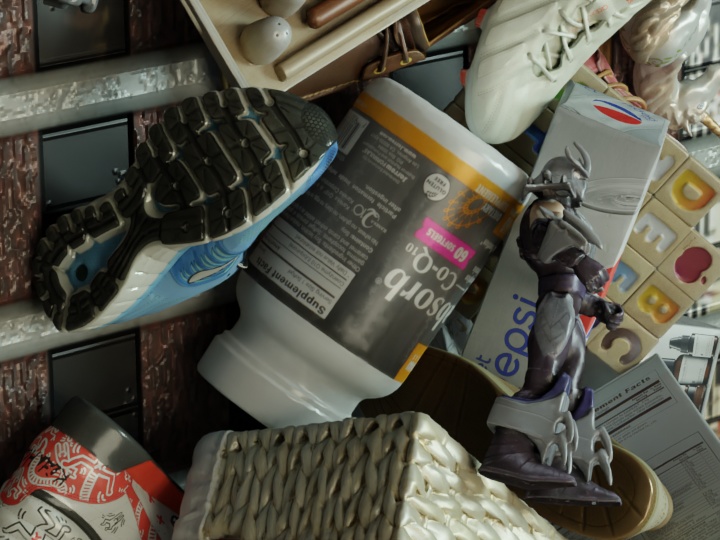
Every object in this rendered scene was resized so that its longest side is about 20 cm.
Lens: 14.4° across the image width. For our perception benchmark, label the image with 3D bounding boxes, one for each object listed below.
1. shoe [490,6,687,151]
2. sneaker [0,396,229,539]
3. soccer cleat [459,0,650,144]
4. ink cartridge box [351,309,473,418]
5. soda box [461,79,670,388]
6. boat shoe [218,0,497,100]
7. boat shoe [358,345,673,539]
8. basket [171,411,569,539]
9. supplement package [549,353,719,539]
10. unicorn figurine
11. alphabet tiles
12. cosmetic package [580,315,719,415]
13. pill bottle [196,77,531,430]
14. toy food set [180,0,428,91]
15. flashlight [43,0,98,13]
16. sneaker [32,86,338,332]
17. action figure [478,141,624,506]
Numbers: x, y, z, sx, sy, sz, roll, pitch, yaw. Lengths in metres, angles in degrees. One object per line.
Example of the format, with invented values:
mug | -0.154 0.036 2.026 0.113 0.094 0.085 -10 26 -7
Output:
shoe | 0.146 -0.102 1.745 0.071 0.091 0.201 -38 124 -26
sneaker | -0.135 0.166 1.606 0.108 0.067 0.201 -50 131 -9
soccer cleat | 0.128 -0.158 1.638 0.201 0.077 0.069 -58 141 -9
ink cartridge box | 0.044 0.110 1.767 0.163 0.057 0.201 61 43 -34
soda box | 0.117 -0.005 1.684 0.063 0.068 0.201 -58 169 -70
boat shoe | 0.007 -0.148 1.627 0.199 0.067 0.072 -31 124 -29
boat shoe | 0.088 0.104 1.652 0.072 0.199 0.064 -63 156 3
basket | 0.006 0.204 1.559 0.200 0.160 0.199 42 46 -39
supplement package | 0.181 0.189 1.712 0.150 0.200 0.152 -32 126 0
unicorn figurine | 0.201 -0.156 1.780 0.200 0.074 0.138 5 108 -62
alphabet tiles | 0.120 -0.029 1.718 0.200 0.006 0.167 38 105 -15
cosmetic package | 0.176 0.128 1.868 0.082 0.050 0.202 6 99 -41
pill bottle | 0.000 0.000 1.624 0.116 0.116 0.201 32 93 -41
toy food set | -0.024 -0.193 1.553 0.199 0.060 0.144 -34 94 -29
flashlight | -0.146 -0.238 1.477 0.067 0.068 0.202 12 90 -41
sneaker | -0.086 -0.035 1.535 0.090 0.199 0.079 2 61 -54
action figure | 0.112 0.026 1.571 0.130 0.069 0.202 41 52 -67
